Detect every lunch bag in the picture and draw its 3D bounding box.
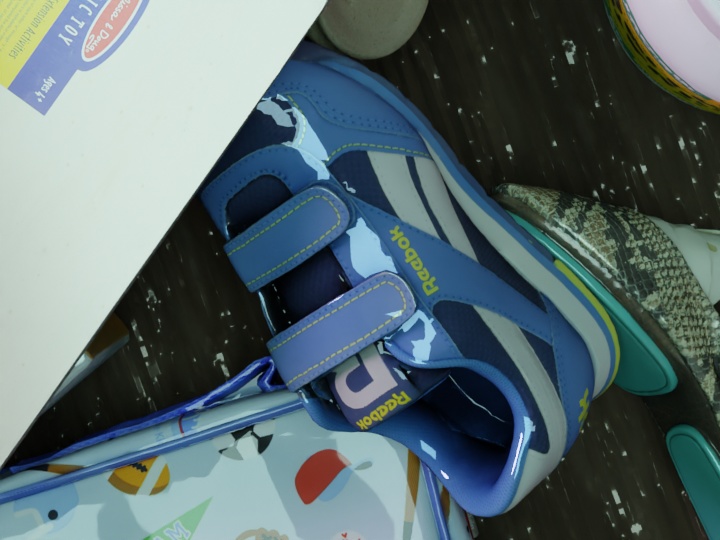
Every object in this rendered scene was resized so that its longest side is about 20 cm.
[{"bbox_3d":[-0.048,0.118,0.990,0.200,0.076,0.160,-17,90,3],"label":"lunch bag"}]

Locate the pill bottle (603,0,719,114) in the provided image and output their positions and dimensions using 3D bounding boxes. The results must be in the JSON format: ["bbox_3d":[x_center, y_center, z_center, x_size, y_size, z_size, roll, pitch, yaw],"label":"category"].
[{"bbox_3d":[0.136,-0.104,0.907,0.113,0.200,0.113,0,93,1],"label":"pill bottle"}]

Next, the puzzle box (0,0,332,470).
[{"bbox_3d":[-0.117,-0.042,0.872,0.133,0.025,0.200,36,99,-1],"label":"puzzle box"}]

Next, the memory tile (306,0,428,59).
[{"bbox_3d":[0.029,-0.179,0.930,0.200,0.017,0.153,-45,124,-24],"label":"memory tile"}]

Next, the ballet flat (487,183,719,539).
[{"bbox_3d":[0.123,0.035,0.991,0.075,0.068,0.200,-39,98,-18],"label":"ballet flat"}]

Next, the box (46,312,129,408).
[{"bbox_3d":[-0.183,-0.019,0.960,0.097,0.124,0.200,-41,92,3],"label":"box"}]

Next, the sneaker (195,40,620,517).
[{"bbox_3d":[0.000,0.000,0.913,0.200,0.082,0.074,40,139,-16],"label":"sneaker"}]
